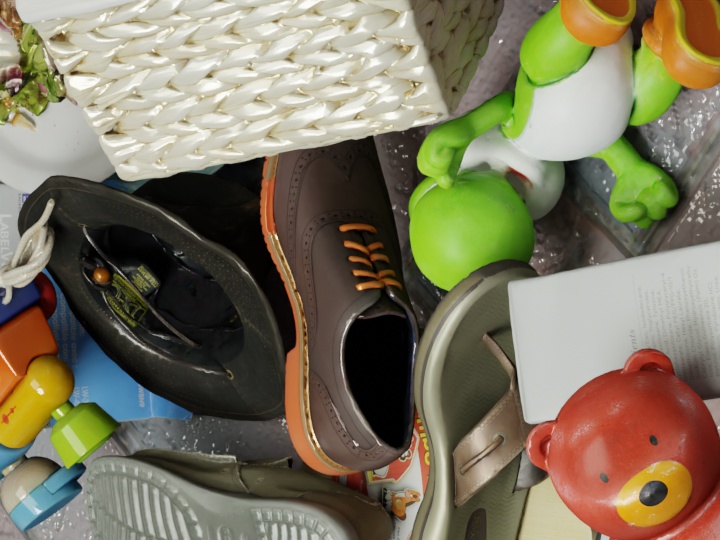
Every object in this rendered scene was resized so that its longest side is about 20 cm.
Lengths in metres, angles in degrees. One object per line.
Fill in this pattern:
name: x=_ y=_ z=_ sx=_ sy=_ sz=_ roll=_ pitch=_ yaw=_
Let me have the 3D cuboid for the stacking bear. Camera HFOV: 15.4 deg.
stacking bear: x=0.156 y=0.128 z=1.164 sx=0.121 sy=0.114 sz=0.200 roll=-34 pitch=106 yaw=12

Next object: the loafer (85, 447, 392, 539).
loafer: x=-0.065 y=0.136 z=1.422 sx=0.200 sy=0.070 sz=0.075 roll=11 pitch=108 yaw=38

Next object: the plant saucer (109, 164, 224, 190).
plant saucer: x=-0.104 y=-0.144 z=1.496 sx=0.201 sy=0.039 sz=0.201 roll=5 pitch=97 yaw=42

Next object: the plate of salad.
plate of salad: x=-0.180 y=-0.142 z=1.501 sx=0.200 sy=0.048 sz=0.200 roll=0 pitch=90 yaw=40

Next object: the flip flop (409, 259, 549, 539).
flip flop: x=0.066 y=0.090 z=1.286 sx=0.058 sy=0.081 sz=0.200 roll=24 pitch=114 yaw=44

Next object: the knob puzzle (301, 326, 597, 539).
knob puzzle: x=0.050 y=0.121 z=1.379 sx=0.219 sy=0.030 sz=0.220 roll=4 pitch=96 yaw=43

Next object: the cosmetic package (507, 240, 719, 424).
cosmetic package: x=0.174 y=0.020 z=1.206 sx=0.200 sy=0.102 sz=0.074 roll=-10 pitch=86 yaw=42

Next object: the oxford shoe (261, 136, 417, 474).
oxford shoe: x=0.000 y=0.000 z=1.336 sx=0.073 sy=0.071 sz=0.200 roll=-12 pitch=85 yaw=60

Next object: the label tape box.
label tape box: x=-0.187 y=0.017 z=1.571 sx=0.200 sy=0.066 sz=0.144 roll=2 pitch=96 yaw=45

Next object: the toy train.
toy train: x=-0.175 y=0.057 z=1.457 sx=0.116 sy=0.085 sz=0.200 roll=49 pitch=137 yaw=4

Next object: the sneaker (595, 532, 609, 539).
sneaker: x=0.102 y=0.207 z=1.308 sx=0.099 sy=0.071 sz=0.200 roll=7 pitch=102 yaw=38

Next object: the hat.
hat: x=-0.089 y=-0.004 z=1.450 sx=0.200 sy=0.081 sz=0.201 roll=32 pitch=151 yaw=20

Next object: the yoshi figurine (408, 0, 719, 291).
yoshi figurine: x=0.087 y=-0.055 z=1.278 sx=0.112 sy=0.112 sz=0.200 roll=55 pitch=134 yaw=14

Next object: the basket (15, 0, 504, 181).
basket: x=-0.043 y=-0.136 z=1.279 sx=0.200 sy=0.136 sz=0.123 roll=-9 pitch=121 yaw=25
